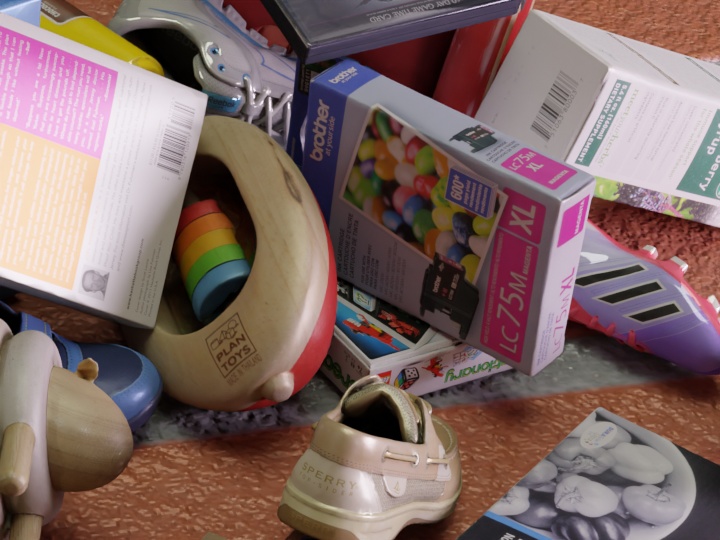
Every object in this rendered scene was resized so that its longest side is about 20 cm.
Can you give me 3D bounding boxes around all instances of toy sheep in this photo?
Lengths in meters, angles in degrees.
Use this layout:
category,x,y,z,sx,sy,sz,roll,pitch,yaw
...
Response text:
category,x,y,z,sx,sy,sz,roll,pitch,yaw
toy sheep,-0.211,0.084,1.404,0.199,0.138,0.138,2,34,1

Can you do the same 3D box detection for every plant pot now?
category,x,y,z,sx,sy,sz,roll,pitch,yaw
plant pot,0.011,-0.173,1.772,0.182,0.201,0.201,21,35,4

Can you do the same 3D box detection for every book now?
category,x,y,z,sx,sy,sz,roll,pitch,yaw
book,-0.173,-0.058,1.489,0.048,0.134,0.200,6,-11,46

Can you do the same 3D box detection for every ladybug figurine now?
category,x,y,z,sx,sy,sz,roll,pitch,yaw
ladybug figurine,-0.069,0.003,1.570,0.072,0.136,0.200,31,27,-43

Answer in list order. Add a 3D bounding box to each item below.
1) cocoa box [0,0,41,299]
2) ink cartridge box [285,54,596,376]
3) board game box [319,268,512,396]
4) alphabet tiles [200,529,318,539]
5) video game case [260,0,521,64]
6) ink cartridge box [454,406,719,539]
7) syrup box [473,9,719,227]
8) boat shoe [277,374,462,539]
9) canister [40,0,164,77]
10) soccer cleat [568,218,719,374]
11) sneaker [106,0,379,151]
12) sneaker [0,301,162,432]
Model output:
category,x,y,z,sx,sy,sz,roll,pitch,yaw
cocoa box,-0.266,-0.078,1.558,0.133,0.200,0.131,-22,45,-36
ink cartridge box,0.030,-0.036,1.572,0.200,0.120,0.042,29,40,28
board game box,0.000,0.000,1.652,0.126,0.035,0.200,-14,40,-31
alphabet tiles,-0.009,0.186,1.316,0.200,0.008,0.167,22,37,18
video game case,-0.016,-0.205,1.644,0.143,0.019,0.200,-16,54,-27
ink cartridge box,0.154,0.165,1.441,0.200,0.043,0.198,26,37,22
syrup box,0.170,-0.087,1.711,0.200,0.079,0.081,12,22,-45
boat shoe,0.014,0.089,1.451,0.072,0.065,0.200,20,11,15
canister,-0.204,-0.108,1.666,0.200,0.149,0.087,34,57,29
soccer cleat,0.133,0.009,1.658,0.076,0.067,0.200,-41,57,-13
sneaker,-0.063,-0.100,1.660,0.200,0.075,0.087,27,26,5
sneaker,-0.201,0.048,1.497,0.199,0.082,0.074,3,32,-10
